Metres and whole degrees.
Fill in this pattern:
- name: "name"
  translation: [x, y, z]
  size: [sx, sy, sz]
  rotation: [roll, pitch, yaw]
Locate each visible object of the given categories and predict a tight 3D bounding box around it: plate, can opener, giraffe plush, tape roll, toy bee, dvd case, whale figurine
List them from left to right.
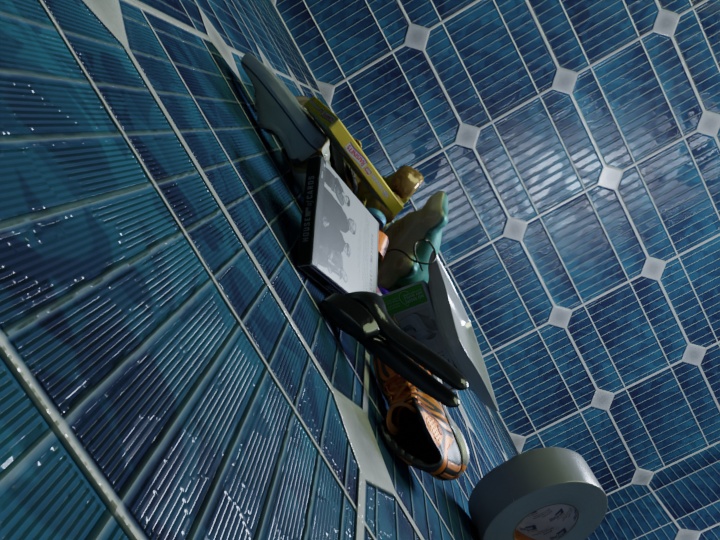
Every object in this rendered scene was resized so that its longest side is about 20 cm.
- name: "dvd case"
  translation: [-0.023, -0.038, 0.869]
  size: [0.200, 0.025, 0.151]
  rotation: [44, 44, -58]
- name: "toy bee"
  translation: [0.001, -0.042, 1.030]
  size: [0.200, 0.131, 0.109]
  rotation: [45, -31, -1]
- name: "giraffe plush"
  translation: [0.007, -0.157, 1.220]
  size: [0.162, 0.173, 0.200]
  rotation: [38, -2, 0]
- name: "can opener"
  translation: [0.040, 0.093, 0.768]
  size: [0.200, 0.064, 0.079]
  rotation: [37, 42, 19]
- name: "whale figurine"
  translation: [0.101, -0.042, 1.113]
  size: [0.103, 0.200, 0.160]
  rotation: [29, 38, -15]
- name: "plate"
  translation: [0.155, 0.099, 1.028]
  size: [0.200, 0.032, 0.200]
  rotation: [-100, 162, -48]
- name: "tape roll"
  translation: [0.267, 0.360, 0.984]
  size: [0.201, 0.200, 0.066]
  rotation: [56, 8, -36]

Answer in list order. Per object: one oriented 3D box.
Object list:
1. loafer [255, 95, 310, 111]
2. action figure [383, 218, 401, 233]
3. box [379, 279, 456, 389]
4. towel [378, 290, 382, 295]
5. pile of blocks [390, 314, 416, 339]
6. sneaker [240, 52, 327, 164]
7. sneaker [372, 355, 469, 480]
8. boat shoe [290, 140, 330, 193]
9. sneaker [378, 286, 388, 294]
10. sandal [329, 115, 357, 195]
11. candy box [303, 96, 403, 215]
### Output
- name: "loafer"
  translation: [-0.121, -0.263, 1.129]
  size: [0.068, 0.076, 0.200]
  rotation: [62, 17, 2]
- name: "action figure"
  translation: [0.077, -0.039, 1.272]
  size: [0.200, 0.117, 0.055]
  rotation: [83, 8, -63]
- name: "box"
  translation: [0.111, 0.124, 1.091]
  size: [0.200, 0.096, 0.177]
  rotation: [33, 38, -74]
- name: "towel"
  translation: [0.000, 0.000, 1.135]
  size: [0.201, 0.030, 0.146]
  rotation: [66, 9, 25]
- name: "pile of blocks"
  translation: [0.065, 0.137, 0.949]
  size: [0.201, 0.062, 0.082]
  rotation: [64, 8, 19]
- name: "sneaker"
  translation: [-0.134, -0.248, 0.988]
  size: [0.200, 0.071, 0.073]
  rotation: [54, 11, 19]
- name: "sneaker"
  translation: [0.058, 0.156, 0.789]
  size: [0.112, 0.078, 0.200]
  rotation: [37, 16, -53]
- name: "boat shoe"
  translation: [-0.084, -0.172, 1.078]
  size: [0.200, 0.070, 0.070]
  rotation: [-90, 171, -62]
- name: "sneaker"
  translation: [0.083, 0.033, 1.291]
  size: [0.200, 0.099, 0.070]
  rotation: [57, 7, -36]
- name: "sandal"
  translation: [-0.029, -0.181, 1.121]
  size: [0.076, 0.043, 0.201]
  rotation: [113, -29, -68]
- name: "candy box"
  translation: [-0.008, -0.173, 1.000]
  size: [0.200, 0.026, 0.102]
  rotation: [48, 4, -42]
